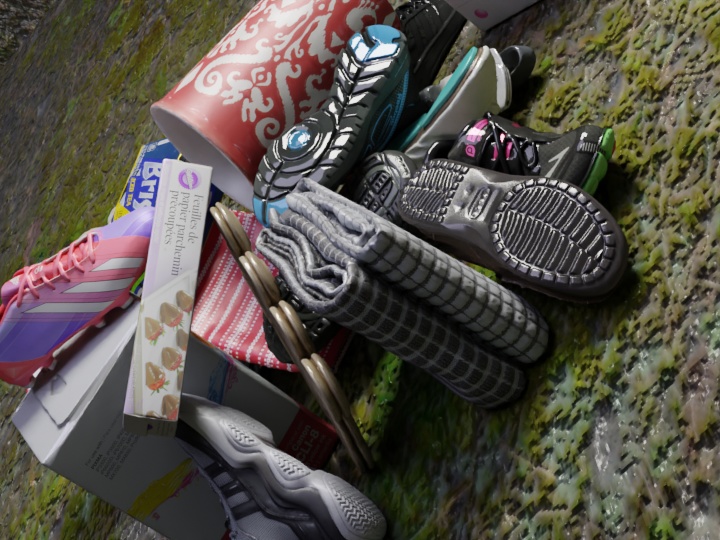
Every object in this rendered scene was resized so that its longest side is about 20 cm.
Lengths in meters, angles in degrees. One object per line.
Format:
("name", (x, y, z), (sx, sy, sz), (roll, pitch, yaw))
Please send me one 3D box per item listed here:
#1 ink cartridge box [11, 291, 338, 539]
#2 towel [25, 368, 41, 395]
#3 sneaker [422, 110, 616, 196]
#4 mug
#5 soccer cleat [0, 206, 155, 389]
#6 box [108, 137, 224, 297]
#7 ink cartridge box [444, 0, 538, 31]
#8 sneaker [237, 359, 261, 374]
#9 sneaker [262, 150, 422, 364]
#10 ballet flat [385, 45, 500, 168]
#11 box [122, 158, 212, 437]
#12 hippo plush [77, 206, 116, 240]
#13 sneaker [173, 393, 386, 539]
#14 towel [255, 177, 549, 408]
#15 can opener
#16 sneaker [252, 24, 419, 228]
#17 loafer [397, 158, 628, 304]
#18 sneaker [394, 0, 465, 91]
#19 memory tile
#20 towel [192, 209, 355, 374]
("ink cartridge box", (-0.151, 0.124, 1.225), (0.145, 0.199, 0.145), (-57, 25, -5))
("towel", (-0.245, 0.036, 1.436), (0.199, 0.023, 0.145), (-34, 56, 11))
("sneaker", (0.111, -0.075, 1.135), (0.199, 0.083, 0.077), (-9, 51, 58))
("mug", (-0.059, -0.156, 1.334), (0.133, 0.178, 0.200), (30, 75, 39))
("soccer cleat", (-0.230, 0.013, 1.181), (0.200, 0.076, 0.067), (-41, 26, 24))
("box", (-0.184, -0.024, 1.358), (0.070, 0.064, 0.202), (-12, 48, 38))
("ink cartridge box", (0.103, -0.306, 1.302), (0.199, 0.196, 0.044), (-23, 41, 50))
("sneaker", (-0.109, 0.061, 1.399), (0.081, 0.075, 0.201), (25, 86, 54))
("sneaker", (0.000, 0.000, 1.246), (0.200, 0.090, 0.076), (-50, 56, 14))
("ballet flat", (0.073, -0.110, 1.243), (0.200, 0.069, 0.070), (-47, 21, 54))
("box", (-0.138, 0.019, 1.102), (0.042, 0.038, 0.202), (116, 162, -65))
("hippo plush", (-0.209, 0.039, 1.488), (0.200, 0.159, 0.161), (-47, 25, 17))
("sneaker", (-0.086, 0.174, 1.098), (0.115, 0.199, 0.075), (-61, -19, 3))
("towel", (0.022, 0.015, 1.092), (0.086, 0.165, 0.200), (-60, 24, 1))
("can opener", (0.075, -0.132, 1.321), (0.199, 0.066, 0.053), (-27, 72, 50))
("sneaker", (-0.011, -0.103, 1.253), (0.073, 0.082, 0.201), (24, 68, 34))
("loafer", (0.115, -0.026, 1.077), (0.199, 0.071, 0.073), (28, 81, 45))
("sneaker", (0.029, -0.225, 1.448), (0.060, 0.104, 0.201), (-8, 52, 59))
("memory tile", (-0.049, 0.050, 1.134), (0.017, 0.154, 0.201), (-30, 60, -6))
("towel", (-0.079, 0.014, 1.332), (0.198, 0.023, 0.146), (10, 61, 32))
